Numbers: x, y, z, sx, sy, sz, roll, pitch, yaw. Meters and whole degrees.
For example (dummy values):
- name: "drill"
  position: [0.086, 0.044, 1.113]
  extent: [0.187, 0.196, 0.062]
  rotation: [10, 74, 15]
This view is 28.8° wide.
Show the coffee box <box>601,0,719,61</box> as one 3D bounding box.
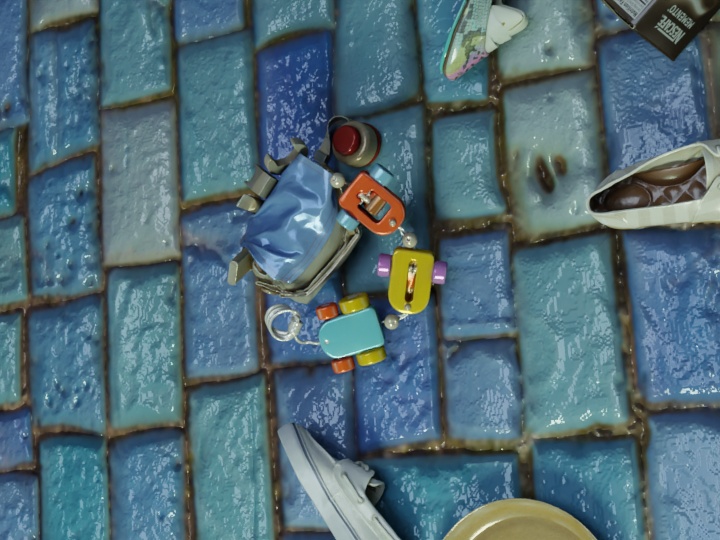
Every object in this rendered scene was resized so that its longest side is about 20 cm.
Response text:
- name: "coffee box"
  position: [0.302, -0.297, 1.243]
  extent: [0.200, 0.113, 0.080]
  rotation: [-49, 62, 17]

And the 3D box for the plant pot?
- name: "plant pot"
  position: [0.152, 0.312, 1.296]
  extent: [0.199, 0.027, 0.201]
  rotation: [-5, 80, 30]

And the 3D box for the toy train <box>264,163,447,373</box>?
- name: "toy train"
  position: [0.000, 0.000, 1.392]
  extent: [0.150, 0.056, 0.200]
  rotation: [34, 101, -2]

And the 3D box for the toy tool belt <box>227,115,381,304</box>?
- name: "toy tool belt"
  position: [-0.059, -0.068, 1.420]
  extent: [0.125, 0.123, 0.201]
  rotation: [32, 99, 30]

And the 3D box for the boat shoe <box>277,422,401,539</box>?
- name: "boat shoe"
  position: [-0.010, 0.224, 1.390]
  extent: [0.070, 0.071, 0.200]
  rotation: [-32, 61, -6]

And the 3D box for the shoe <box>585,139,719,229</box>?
- name: "shoe"
  position: [0.295, -0.075, 1.249]
  extent: [0.199, 0.053, 0.070]
  rotation: [-14, 76, 29]

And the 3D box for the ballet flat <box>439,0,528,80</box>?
- name: "ballet flat"
  position: [0.138, -0.278, 1.372]
  extent: [0.071, 0.069, 0.201]
  rotation: [18, 92, 12]
